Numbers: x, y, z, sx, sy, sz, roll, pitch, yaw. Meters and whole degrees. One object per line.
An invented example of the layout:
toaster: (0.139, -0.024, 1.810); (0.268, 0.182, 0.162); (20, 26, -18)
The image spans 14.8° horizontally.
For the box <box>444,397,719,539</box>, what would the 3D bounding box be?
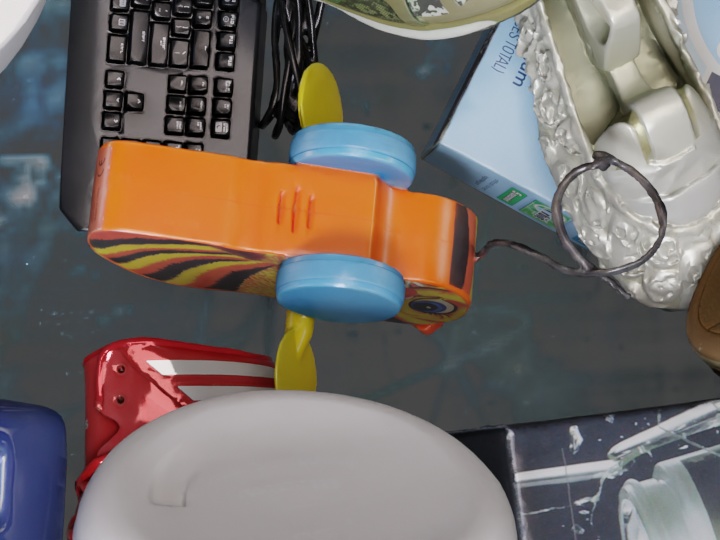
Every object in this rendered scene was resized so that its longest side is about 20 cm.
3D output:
box: (0.127, 0.147, 1.003); (0.195, 0.124, 0.201); (-6, 85, -22)

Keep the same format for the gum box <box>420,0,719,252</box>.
gum box: (0.150, -0.074, 1.090); (0.199, 0.045, 0.171); (27, 80, -5)

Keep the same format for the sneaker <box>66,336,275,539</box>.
sneaker: (-0.099, 0.100, 1.021); (0.199, 0.078, 0.116); (-30, 81, -24)

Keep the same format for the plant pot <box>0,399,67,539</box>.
plant pot: (-0.224, 0.125, 0.898); (0.199, 0.180, 0.201); (2, 81, 19)

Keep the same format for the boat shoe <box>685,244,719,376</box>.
boat shoe: (0.203, -0.012, 1.031); (0.200, 0.072, 0.072); (-43, 125, -26)

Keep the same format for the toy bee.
toy bee: (0.000, 0.000, 1.026); (0.199, 0.109, 0.131); (25, 74, 9)

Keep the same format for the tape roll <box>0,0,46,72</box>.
tape roll: (-0.205, -0.146, 1.021); (0.201, 0.071, 0.204); (1, 83, -9)

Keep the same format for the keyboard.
keyboard: (-0.058, -0.112, 1.060); (0.103, 0.040, 0.202); (4, 84, -9)

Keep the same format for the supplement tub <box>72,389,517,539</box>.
supplement tub: (-0.025, 0.158, 0.921); (0.144, 0.145, 0.201); (-2, 118, -10)

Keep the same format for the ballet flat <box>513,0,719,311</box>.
ballet flat: (0.094, -0.075, 1.025); (0.071, 0.072, 0.201); (-23, 89, -12)

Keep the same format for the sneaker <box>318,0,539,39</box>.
sneaker: (-0.019, -0.130, 0.989); (0.199, 0.089, 0.077); (6, 87, 22)
